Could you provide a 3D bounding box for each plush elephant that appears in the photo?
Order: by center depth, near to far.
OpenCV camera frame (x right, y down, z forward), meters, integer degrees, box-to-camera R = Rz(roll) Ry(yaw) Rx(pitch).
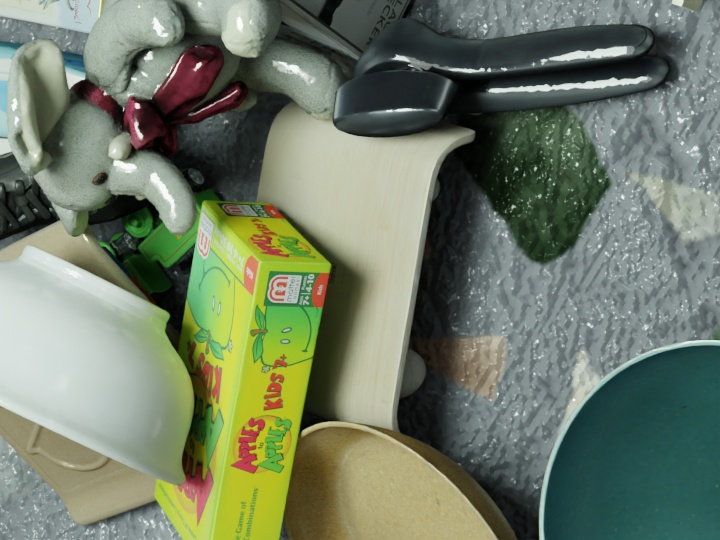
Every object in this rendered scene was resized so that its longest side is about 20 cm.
[{"bbox_3d":[-0.131,-0.092,1.274,0.199,0.165,0.156,19,84,14],"label":"plush elephant"}]

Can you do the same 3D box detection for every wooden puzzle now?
[{"bbox_3d":[-0.179,0.063,1.431,0.185,0.046,0.200,-23,114,35],"label":"wooden puzzle"}]

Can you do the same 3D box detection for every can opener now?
[{"bbox_3d":[0.082,-0.112,1.270,0.199,0.063,0.079,-4,63,21],"label":"can opener"}]

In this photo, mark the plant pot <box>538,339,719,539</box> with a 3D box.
[{"bbox_3d":[0.214,0.134,1.154,0.199,0.135,0.201,1,92,34],"label":"plant pot"}]

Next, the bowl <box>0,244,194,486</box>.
[{"bbox_3d":[-0.175,0.045,1.297,0.200,0.201,0.091,23,85,30],"label":"bowl"}]

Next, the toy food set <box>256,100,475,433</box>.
[{"bbox_3d":[0.000,0.000,1.342,0.143,0.060,0.201,18,102,43],"label":"toy food set"}]

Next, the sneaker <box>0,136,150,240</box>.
[{"bbox_3d":[-0.217,-0.043,1.384,0.199,0.088,0.076,-5,120,23],"label":"sneaker"}]

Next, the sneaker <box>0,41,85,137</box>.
[{"bbox_3d":[-0.214,-0.081,1.459,0.199,0.079,0.131,15,100,42],"label":"sneaker"}]

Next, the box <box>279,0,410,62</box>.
[{"bbox_3d":[-0.063,-0.190,1.271,0.116,0.200,0.060,24,88,29],"label":"box"}]

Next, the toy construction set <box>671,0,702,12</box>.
[{"bbox_3d":[0.123,-0.226,1.214,0.199,0.092,0.132,25,82,22],"label":"toy construction set"}]

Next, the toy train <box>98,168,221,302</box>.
[{"bbox_3d":[-0.161,0.007,1.453,0.200,0.042,0.056,-43,82,29],"label":"toy train"}]

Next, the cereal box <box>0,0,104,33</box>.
[{"bbox_3d":[-0.233,-0.244,1.479,0.199,0.039,0.145,15,102,31],"label":"cereal box"}]

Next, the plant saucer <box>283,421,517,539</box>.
[{"bbox_3d":[0.035,0.168,1.300,0.200,0.035,0.201,30,138,31],"label":"plant saucer"}]

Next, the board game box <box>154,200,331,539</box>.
[{"bbox_3d":[-0.074,0.070,1.319,0.102,0.047,0.201,-137,53,-57],"label":"board game box"}]
